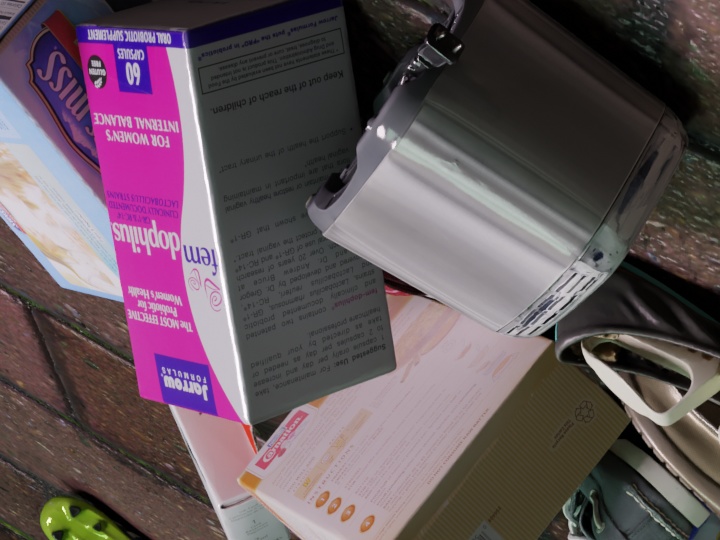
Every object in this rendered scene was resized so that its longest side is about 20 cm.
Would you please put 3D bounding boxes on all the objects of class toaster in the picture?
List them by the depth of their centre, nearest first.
[{"bbox_3d":[0.065,-0.051,1.194,0.129,0.114,0.200,32,158,-4],"label":"toaster"}]

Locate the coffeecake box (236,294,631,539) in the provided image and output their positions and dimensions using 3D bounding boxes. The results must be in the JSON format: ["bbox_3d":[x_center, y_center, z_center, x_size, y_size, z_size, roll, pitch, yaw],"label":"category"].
[{"bbox_3d":[0.037,0.102,1.462,0.073,0.154,0.200,44,169,-24],"label":"coffeecake box"}]

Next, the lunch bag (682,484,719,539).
[{"bbox_3d":[0.185,0.230,1.535,0.127,0.170,0.200,24,158,27],"label":"lunch bag"}]

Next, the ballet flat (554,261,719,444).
[{"bbox_3d":[0.184,0.059,1.304,0.199,0.069,0.068,23,156,31],"label":"ballet flat"}]

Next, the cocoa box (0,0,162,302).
[{"bbox_3d":[-0.142,-0.092,1.384,0.133,0.131,0.200,11,146,48],"label":"cocoa box"}]

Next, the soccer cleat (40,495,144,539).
[{"bbox_3d":[-0.220,0.279,2.452,0.200,0.068,0.081,40,177,-11],"label":"soccer cleat"}]

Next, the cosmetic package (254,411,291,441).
[{"bbox_3d":[0.020,0.136,1.728,0.105,0.071,0.200,15,151,44],"label":"cosmetic package"}]

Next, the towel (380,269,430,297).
[{"bbox_3d":[0.000,0.000,1.433,0.143,0.023,0.199,12,178,-39],"label":"towel"}]

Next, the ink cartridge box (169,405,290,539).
[{"bbox_3d":[-0.110,0.068,1.684,0.174,0.043,0.201,75,170,-61],"label":"ink cartridge box"}]

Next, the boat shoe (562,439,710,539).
[{"bbox_3d":[0.137,0.128,1.489,0.073,0.062,0.200,42,176,-16],"label":"boat shoe"}]

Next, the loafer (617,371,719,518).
[{"bbox_3d":[0.218,0.112,1.374,0.200,0.068,0.076,46,-177,20],"label":"loafer"}]

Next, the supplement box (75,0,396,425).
[{"bbox_3d":[-0.061,-0.036,1.300,0.101,0.103,0.201,8,113,51],"label":"supplement box"}]
